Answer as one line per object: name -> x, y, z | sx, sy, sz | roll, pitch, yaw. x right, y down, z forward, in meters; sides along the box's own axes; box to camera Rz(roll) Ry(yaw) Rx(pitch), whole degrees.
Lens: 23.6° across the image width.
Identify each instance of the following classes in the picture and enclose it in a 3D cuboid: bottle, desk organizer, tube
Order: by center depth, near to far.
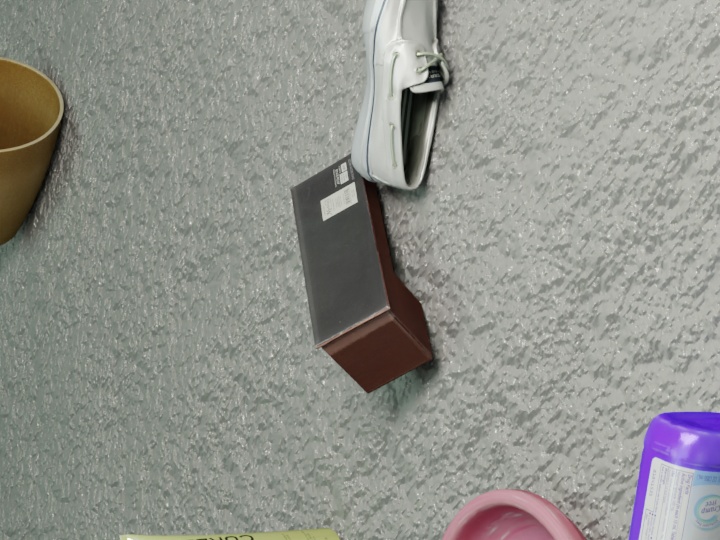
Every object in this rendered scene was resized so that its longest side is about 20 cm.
bottle -> 0.210, 0.192, 1.108 | 0.065, 0.083, 0.200 | 20, 104, 56
desk organizer -> 0.000, 0.000, 1.457 | 0.072, 0.077, 0.200 | -29, 41, 17
tube -> -0.109, 0.258, 1.501 | 0.058, 0.200, 0.052 | 32, 117, 55

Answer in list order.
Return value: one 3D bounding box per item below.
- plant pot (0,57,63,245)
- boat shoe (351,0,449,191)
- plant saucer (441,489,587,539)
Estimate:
plant pot -> -0.468, -0.131, 2.137 | 0.200, 0.186, 0.187 | 104, 148, -41
boat shoe -> 0.045, -0.163, 1.421 | 0.067, 0.073, 0.200 | 27, 121, 40
plant saucer -> 0.124, 0.262, 1.271 | 0.200, 0.051, 0.201 | -8, 80, 57
